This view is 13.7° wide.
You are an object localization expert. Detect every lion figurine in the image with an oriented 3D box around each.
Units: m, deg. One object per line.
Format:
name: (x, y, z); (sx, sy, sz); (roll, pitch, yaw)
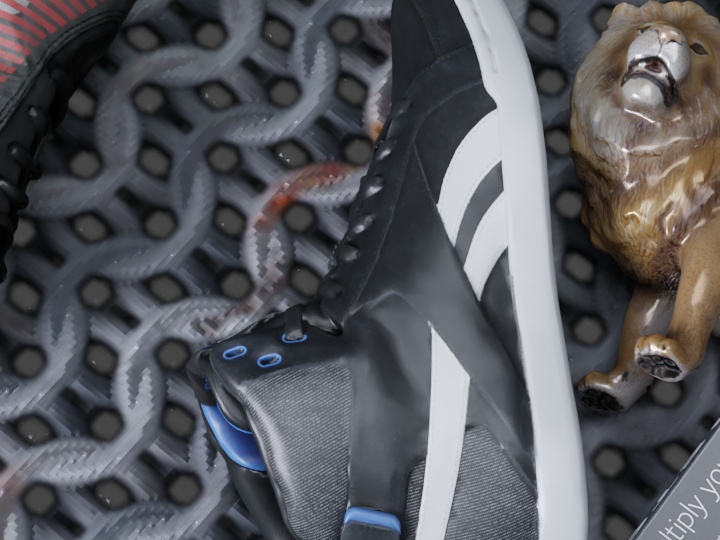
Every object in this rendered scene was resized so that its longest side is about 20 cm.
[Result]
lion figurine: (0.144, 0.005, 0.927); (0.200, 0.072, 0.123); (30, 60, -6)

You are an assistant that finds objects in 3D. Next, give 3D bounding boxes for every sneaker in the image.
sneaker: (0.000, 0.000, 0.900); (0.111, 0.073, 0.201); (-4, 68, -11)
sneaker: (-0.126, -0.029, 0.898); (0.098, 0.071, 0.200); (42, 69, 12)

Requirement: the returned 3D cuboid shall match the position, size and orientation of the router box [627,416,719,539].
router box: (0.134, 0.128, 0.837); (0.157, 0.052, 0.200); (37, 84, 5)
